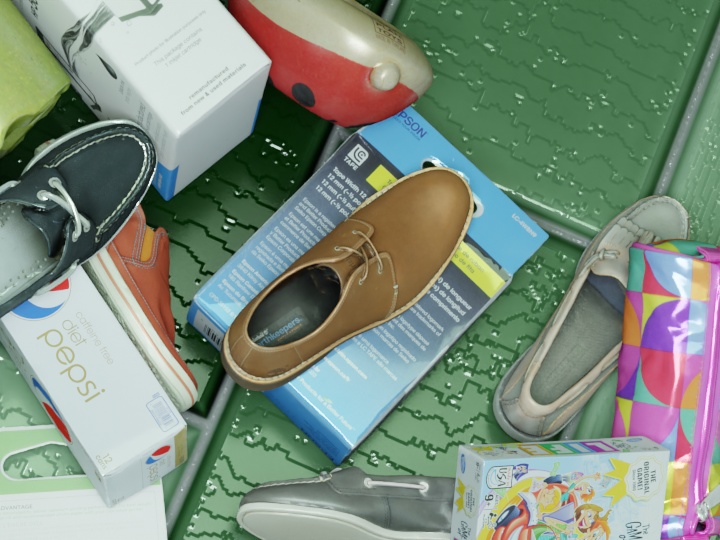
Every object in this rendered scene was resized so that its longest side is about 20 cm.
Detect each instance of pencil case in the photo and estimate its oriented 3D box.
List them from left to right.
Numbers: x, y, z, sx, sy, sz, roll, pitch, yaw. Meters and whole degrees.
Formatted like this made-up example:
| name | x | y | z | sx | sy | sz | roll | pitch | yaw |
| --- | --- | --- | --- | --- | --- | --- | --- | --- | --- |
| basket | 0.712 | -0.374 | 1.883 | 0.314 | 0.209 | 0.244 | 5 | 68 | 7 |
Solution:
| name | x | y | z | sx | sy | sz | roll | pitch | yaw |
| --- | --- | --- | --- | --- | --- | --- | --- | --- | --- |
| pencil case | 0.206 | 0.081 | 1.515 | 0.088 | 0.088 | 0.202 | 2 | 92 | -7 |

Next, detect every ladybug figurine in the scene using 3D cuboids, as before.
| name | x | y | z | sx | sy | sz | roll | pitch | yaw |
| --- | --- | --- | --- | --- | --- | --- | --- | --- | --- |
| ladybug figurine | -0.027 | -0.146 | 1.530 | 0.135 | 0.200 | 0.072 | 27 | 98 | -28 |

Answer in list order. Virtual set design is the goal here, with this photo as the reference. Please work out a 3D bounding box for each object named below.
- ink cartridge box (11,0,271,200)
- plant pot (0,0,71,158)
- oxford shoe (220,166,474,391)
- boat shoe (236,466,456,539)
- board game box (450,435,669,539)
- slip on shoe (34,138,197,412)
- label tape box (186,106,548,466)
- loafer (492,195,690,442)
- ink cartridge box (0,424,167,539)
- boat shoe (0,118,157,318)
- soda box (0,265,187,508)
| name | x | y | z | sx | sy | sz | roll | pitch | yaw |
| --- | --- | --- | --- | --- | --- | --- | --- | --- | --- |
| ink cartridge box | -0.156 | -0.162 | 1.524 | 0.084 | 0.146 | 0.200 | -39 | 83 | -15 |
| plant pot | -0.291 | -0.138 | 1.489 | 0.184 | 0.200 | 0.200 | 45 | 73 | -6 |
| oxford shoe | 0.000 | 0.000 | 1.475 | 0.200 | 0.071 | 0.071 | -41 | 82 | -19 |
| boat shoe | 0.019 | 0.154 | 1.508 | 0.198 | 0.067 | 0.057 | 10 | 57 | -10 |
| board game box | 0.117 | 0.206 | 1.454 | 0.134 | 0.034 | 0.202 | -1 | 103 | -26 |
| slip on shoe | -0.148 | -0.003 | 1.523 | 0.061 | 0.074 | 0.201 | -21 | 74 | -16 |
| label tape box | 0.004 | 0.006 | 1.544 | 0.143 | 0.066 | 0.200 | 43 | 71 | 5 |
| loafer | 0.163 | 0.029 | 1.559 | 0.072 | 0.063 | 0.200 | 37 | 73 | 2 |
| ink cartridge box | -0.190 | 0.194 | 1.474 | 0.144 | 0.048 | 0.201 | -3 | 54 | -9 |
| boat shoe | -0.200 | -0.021 | 1.435 | 0.200 | 0.060 | 0.076 | -44 | 102 | -13 |
| soda box | -0.186 | 0.046 | 1.488 | 0.063 | 0.068 | 0.201 | -30 | 72 | -15 |
